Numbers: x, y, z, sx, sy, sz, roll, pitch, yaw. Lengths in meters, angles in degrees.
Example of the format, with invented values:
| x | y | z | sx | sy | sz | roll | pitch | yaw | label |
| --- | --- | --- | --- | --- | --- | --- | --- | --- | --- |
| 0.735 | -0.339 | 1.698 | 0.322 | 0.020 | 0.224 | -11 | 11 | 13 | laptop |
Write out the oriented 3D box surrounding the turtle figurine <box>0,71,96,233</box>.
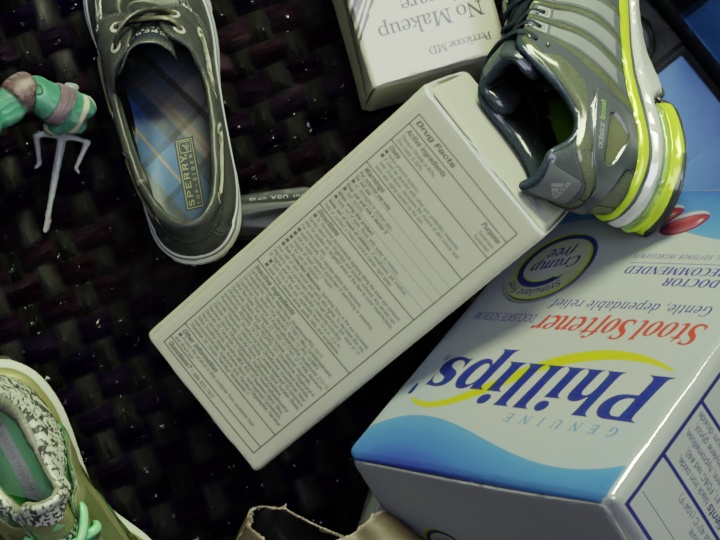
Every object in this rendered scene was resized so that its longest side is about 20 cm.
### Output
| x | y | z | sx | sy | sz | roll | pitch | yaw | label |
| --- | --- | --- | --- | --- | --- | --- | --- | --- | --- |
| -0.214 | -0.088 | 0.898 | 0.148 | 0.101 | 0.202 | -7 | 79 | -5 | turtle figurine |

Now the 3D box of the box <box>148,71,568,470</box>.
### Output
| x | y | z | sx | sy | sz | roll | pitch | yaw | label |
| --- | --- | --- | --- | --- | --- | --- | --- | --- | --- |
| 0.000 | 0.000 | 0.869 | 0.200 | 0.078 | 0.095 | -39 | 88 | 22 | box |

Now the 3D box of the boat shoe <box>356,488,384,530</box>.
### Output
| x | y | z | sx | sy | sz | roll | pitch | yaw | label |
| --- | --- | --- | --- | --- | --- | --- | --- | --- | --- |
| 0.024 | 0.166 | 0.905 | 0.063 | 0.071 | 0.202 | 16 | 92 | -2 | boat shoe |

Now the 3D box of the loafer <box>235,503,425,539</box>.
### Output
| x | y | z | sx | sy | sz | roll | pitch | yaw | label |
| --- | --- | --- | --- | --- | --- | --- | --- | --- | --- |
| 0.009 | 0.152 | 0.811 | 0.198 | 0.073 | 0.072 | 4 | 100 | 34 | loafer |

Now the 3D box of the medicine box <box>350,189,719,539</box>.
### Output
| x | y | z | sx | sy | sz | roll | pitch | yaw | label |
| --- | --- | --- | --- | --- | --- | --- | --- | --- | --- |
| 0.129 | 0.062 | 0.826 | 0.200 | 0.181 | 0.103 | -48 | 117 | -27 | medicine box |

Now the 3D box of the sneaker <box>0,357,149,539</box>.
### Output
| x | y | z | sx | sy | sz | roll | pitch | yaw | label |
| --- | --- | --- | --- | --- | --- | --- | --- | --- | --- |
| -0.154 | 0.134 | 0.874 | 0.077 | 0.089 | 0.201 | -36 | 88 | -7 | sneaker |

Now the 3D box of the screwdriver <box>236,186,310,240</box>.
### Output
| x | y | z | sx | sy | sz | roll | pitch | yaw | label |
| --- | --- | --- | --- | --- | --- | --- | --- | --- | --- |
| 0.021 | -0.036 | 0.939 | 0.198 | 0.029 | 0.028 | -5 | 100 | -4 | screwdriver |

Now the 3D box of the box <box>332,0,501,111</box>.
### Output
| x | y | z | sx | sy | sz | roll | pitch | yaw | label |
| --- | --- | --- | --- | --- | --- | --- | --- | --- | --- |
| 0.013 | -0.196 | 0.936 | 0.081 | 0.068 | 0.202 | -17 | 85 | -6 | box |

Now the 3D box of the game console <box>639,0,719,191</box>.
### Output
| x | y | z | sx | sy | sz | roll | pitch | yaw | label |
| --- | --- | --- | --- | --- | --- | --- | --- | --- | --- |
| 0.186 | -0.055 | 0.883 | 0.172 | 0.119 | 0.200 | -39 | 90 | 17 | game console |

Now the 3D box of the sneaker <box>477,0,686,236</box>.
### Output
| x | y | z | sx | sy | sz | roll | pitch | yaw | label |
| --- | --- | --- | --- | --- | --- | --- | --- | --- | --- |
| 0.094 | -0.111 | 0.846 | 0.080 | 0.074 | 0.201 | 6 | 51 | -32 | sneaker |

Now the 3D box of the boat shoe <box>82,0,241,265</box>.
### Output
| x | y | z | sx | sy | sz | roll | pitch | yaw | label |
| --- | --- | --- | --- | --- | --- | --- | --- | --- | --- |
| -0.108 | -0.103 | 0.909 | 0.069 | 0.066 | 0.202 | -11 | 76 | -1 | boat shoe |
